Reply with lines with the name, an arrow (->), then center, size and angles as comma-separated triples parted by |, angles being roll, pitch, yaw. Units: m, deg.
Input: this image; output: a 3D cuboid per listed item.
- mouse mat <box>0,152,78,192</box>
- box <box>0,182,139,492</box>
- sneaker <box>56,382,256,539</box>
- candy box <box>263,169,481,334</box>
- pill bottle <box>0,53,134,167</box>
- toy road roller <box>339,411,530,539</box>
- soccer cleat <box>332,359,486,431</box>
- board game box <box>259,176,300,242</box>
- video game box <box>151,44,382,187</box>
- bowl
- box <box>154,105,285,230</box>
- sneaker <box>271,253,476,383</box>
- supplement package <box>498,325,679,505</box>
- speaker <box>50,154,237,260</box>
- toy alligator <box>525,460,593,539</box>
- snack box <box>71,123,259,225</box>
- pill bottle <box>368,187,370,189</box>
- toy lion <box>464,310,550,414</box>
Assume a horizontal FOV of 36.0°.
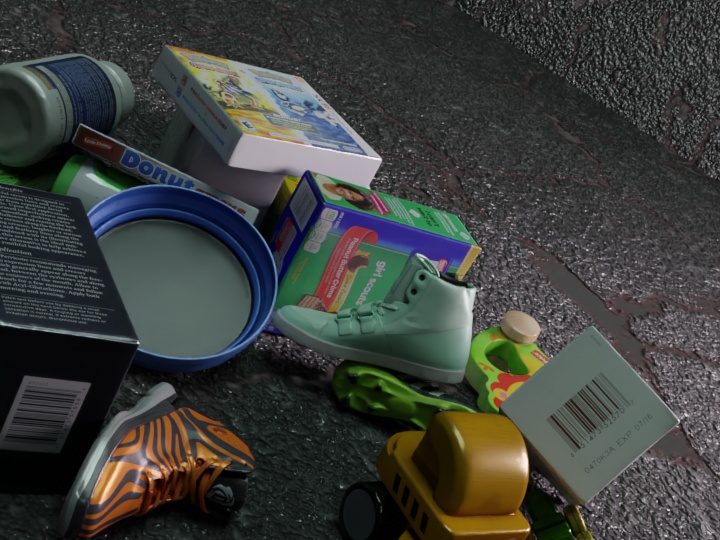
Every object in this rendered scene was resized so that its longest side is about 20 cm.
mouse mat -> -0.404, -0.132, 1.235 | 0.161, 0.008, 0.200 | 29, 24, 3
box -> -0.265, 0.045, 0.843 | 0.107, 0.148, 0.200 | 11, 28, -34
sneaker -> -0.142, 0.155, 0.839 | 0.112, 0.078, 0.200 | 28, 23, 4
candy box -> 0.000, 0.000, 1.196 | 0.200, 0.169, 0.077 | 13, 31, -30
pill bottle -> -0.345, -0.189, 1.268 | 0.111, 0.111, 0.200 | 32, 24, 9
toy road roller -> 0.086, 0.205, 0.897 | 0.123, 0.146, 0.200 | 8, 30, -38
soccer cleat -> 0.068, 0.137, 1.121 | 0.200, 0.068, 0.081 | 26, 22, 3
board game box -> -0.092, -0.062, 1.310 | 0.048, 0.102, 0.200 | 15, 26, -25
video game box -> -0.100, -0.167, 1.206 | 0.200, 0.047, 0.182 | 5, 32, -45
bowl -> -0.180, 0.008, 1.056 | 0.201, 0.039, 0.201 | 12, 51, -16
box -> -0.167, -0.127, 1.298 | 0.106, 0.152, 0.200 | 20, 26, -22
sneaker -> 0.017, 0.033, 1.106 | 0.200, 0.118, 0.074 | 13, 9, 3
supplement package -> 0.211, 0.146, 1.066 | 0.117, 0.117, 0.200 | 48, -2, 13
speaker -> -0.221, -0.046, 1.158 | 0.200, 0.088, 0.088 | 26, 23, -5
toy alligator -> 0.180, 0.249, 1.039 | 0.200, 0.059, 0.054 | -109, 177, -67
snack box -> -0.200, -0.096, 1.154 | 0.200, 0.024, 0.072 | 26, 1, -6
pill bottle -> -0.048, -0.103, 1.429 | 0.111, 0.111, 0.200 | 17, 26, -24
toy lion -> 0.195, 0.145, 1.261 | 0.200, 0.069, 0.192 | 39, 33, 24
